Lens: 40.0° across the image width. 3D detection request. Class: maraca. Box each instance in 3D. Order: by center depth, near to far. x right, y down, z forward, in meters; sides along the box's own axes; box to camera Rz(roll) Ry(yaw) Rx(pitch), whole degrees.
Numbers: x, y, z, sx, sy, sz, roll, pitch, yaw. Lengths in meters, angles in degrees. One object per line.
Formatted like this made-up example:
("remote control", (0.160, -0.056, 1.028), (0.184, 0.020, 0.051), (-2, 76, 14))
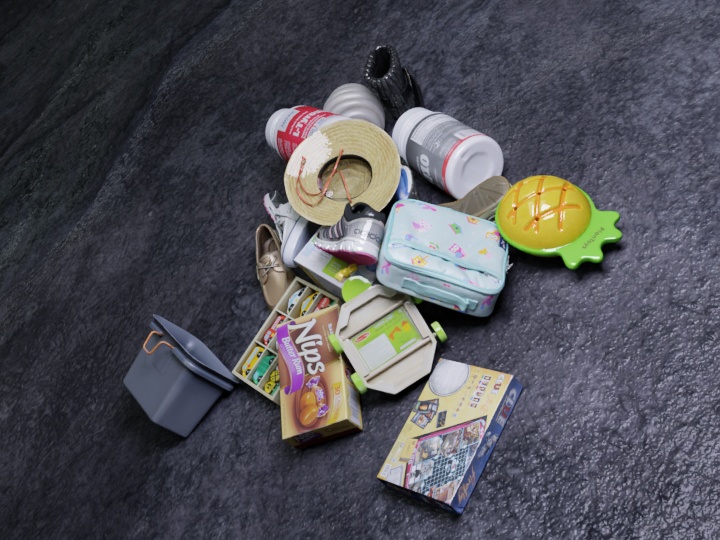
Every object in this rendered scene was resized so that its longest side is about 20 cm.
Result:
("maraca", (0.289, -0.072, 1.460), (0.199, 0.107, 0.137), (32, 73, 38))

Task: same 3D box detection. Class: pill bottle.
("pill bottle", (0.143, -0.202, 1.690), (0.114, 0.114, 0.200), (-45, 39, -4))
("pill bottle", (-0.086, -0.236, 1.792), (0.113, 0.112, 0.199), (-51, 39, -12))

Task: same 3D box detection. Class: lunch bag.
("lunch bag", (0.127, -0.018, 1.479), (0.198, 0.078, 0.161), (16, 42, -1))

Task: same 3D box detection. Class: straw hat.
("straw hat", (-0.023, -0.150, 1.673), (0.199, 0.085, 0.203), (-4, 71, 11))

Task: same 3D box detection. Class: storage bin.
("storage bin", (-0.328, 0.185, 1.712), (0.135, 0.145, 0.200), (-55, 40, -1))

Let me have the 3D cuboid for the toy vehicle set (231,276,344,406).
("toy vehicle set", (-0.120, 0.116, 1.663), (0.124, 0.027, 0.201), (23, 75, 45))

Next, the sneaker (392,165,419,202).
("sneaker", (0.046, -0.145, 1.735), (0.088, 0.079, 0.200), (-24, 31, -7))

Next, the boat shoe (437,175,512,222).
("boat shoe", (0.167, -0.081, 1.613), (0.200, 0.063, 0.074), (-33, 51, 20))

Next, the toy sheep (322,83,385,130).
("toy sheep", (-0.014, -0.280, 1.882), (0.137, 0.138, 0.201), (-31, 42, 13))

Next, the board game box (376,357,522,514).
("board game box", (0.124, 0.225, 1.374), (0.135, 0.035, 0.201), (10, 61, 44))

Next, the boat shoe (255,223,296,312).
("boat shoe", (-0.161, -0.002, 1.791), (0.071, 0.065, 0.201), (-31, 42, 13))

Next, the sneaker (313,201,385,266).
("sneaker", (-0.011, -0.060, 1.514), (0.088, 0.073, 0.200), (-66, 18, -6))

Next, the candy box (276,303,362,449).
("candy box", (-0.066, 0.164, 1.540), (0.116, 0.056, 0.202), (-19, 56, 20))

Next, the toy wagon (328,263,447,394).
("toy wagon", (0.029, 0.082, 1.489), (0.154, 0.040, 0.201), (-31, 79, -2))

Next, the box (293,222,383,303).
("box", (0.000, 0.000, 1.629), (0.113, 0.101, 0.199), (-51, 40, -10))

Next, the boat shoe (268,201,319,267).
("boat shoe", (-0.121, -0.092, 1.734), (0.085, 0.075, 0.203), (9, 55, 14))

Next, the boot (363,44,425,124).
("boot", (0.055, -0.364, 1.874), (0.079, 0.158, 0.212), (-34, 40, 8))

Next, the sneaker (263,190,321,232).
("sneaker", (-0.104, -0.087, 1.826), (0.086, 0.081, 0.200), (-36, 52, -3))
